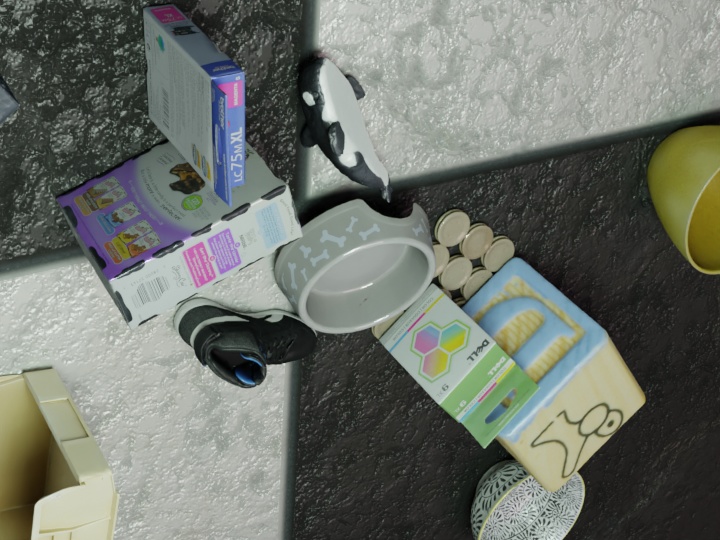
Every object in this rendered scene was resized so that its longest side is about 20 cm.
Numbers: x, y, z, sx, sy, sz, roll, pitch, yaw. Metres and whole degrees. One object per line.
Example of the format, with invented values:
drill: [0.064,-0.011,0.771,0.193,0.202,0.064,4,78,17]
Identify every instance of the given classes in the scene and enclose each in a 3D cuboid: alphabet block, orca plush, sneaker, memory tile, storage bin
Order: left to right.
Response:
storage bin: [-0.345,0.244,1.299,0.093,0.200,0.201,-6,124,-32]
sneaker: [-0.117,0.100,1.416,0.198,0.112,0.074,12,115,-39]
orca plush: [-0.030,-0.155,1.352,0.200,0.070,0.107,43,48,-54]
memory tile: [0.109,0.022,1.584,0.152,0.017,0.201,23,105,-42]
alphabet block: [0.233,0.140,1.613,0.195,0.197,0.200,-42,140,-1]

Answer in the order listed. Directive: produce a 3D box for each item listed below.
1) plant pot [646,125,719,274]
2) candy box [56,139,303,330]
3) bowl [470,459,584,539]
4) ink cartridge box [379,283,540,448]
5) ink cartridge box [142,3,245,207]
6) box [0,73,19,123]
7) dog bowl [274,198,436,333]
plant pot: [0.475,-0.118,1.647,0.198,0.142,0.202,-18,130,-23]
candy box: [-0.184,-0.055,1.223,0.198,0.168,0.072,-29,133,-14]
bowl: [0.237,0.353,1.848,0.198,0.094,0.203,-18,130,-23]
ink cartridge box: [0.120,0.115,1.504,0.104,0.200,0.059,-46,134,2]
ink cartridge box: [-0.153,-0.160,1.148,0.041,0.200,0.121,-14,128,-24]
box: [-0.416,-0.177,1.023,0.148,0.104,0.200,-41,134,-3]
dog bowl: [0.000,0.000,1.424,0.197,0.059,0.201,-17,146,-12]
